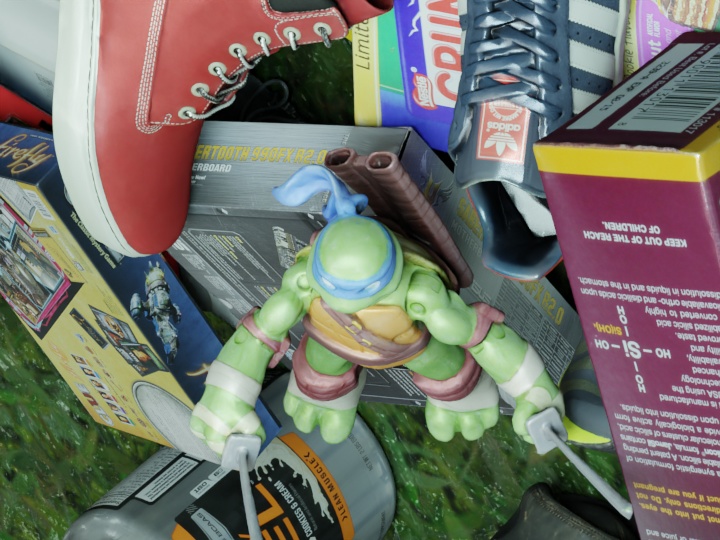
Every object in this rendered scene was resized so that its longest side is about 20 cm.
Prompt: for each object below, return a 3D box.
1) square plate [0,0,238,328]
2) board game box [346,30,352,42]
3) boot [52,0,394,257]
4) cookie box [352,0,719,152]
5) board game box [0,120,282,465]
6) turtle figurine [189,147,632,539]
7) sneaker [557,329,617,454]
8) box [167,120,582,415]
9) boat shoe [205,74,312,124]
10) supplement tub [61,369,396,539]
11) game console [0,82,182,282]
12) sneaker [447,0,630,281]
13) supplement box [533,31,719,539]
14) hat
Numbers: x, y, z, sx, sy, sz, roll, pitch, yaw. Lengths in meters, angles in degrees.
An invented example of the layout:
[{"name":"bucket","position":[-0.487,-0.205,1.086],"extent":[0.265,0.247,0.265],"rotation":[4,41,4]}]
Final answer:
[{"name":"square plate","position":[-0.128,-0.058,1.511],"extent":[0.200,0.028,0.199],"rotation":[28,152,51]},{"name":"board game box","position":[-0.014,-0.221,1.337],"extent":[0.165,0.057,0.201],"rotation":[38,140,14]},{"name":"boot","position":[-0.055,-0.086,1.249],"extent":[0.143,0.072,0.201],"rotation":[14,121,21]},{"name":"cookie box","position":[0.097,-0.121,1.241],"extent":[0.199,0.075,0.172],"rotation":[16,137,18]},{"name":"board game box","position":[-0.136,0.009,1.459],"extent":[0.135,0.035,0.200],"rotation":[14,145,49]},{"name":"turtle figurine","position":[0.008,0.063,1.236],"extent":[0.201,0.143,0.194],"rotation":[58,180,12]},{"name":"sneaker","position":[0.129,0.018,1.284],"extent":[0.073,0.200,0.081],"rotation":[10,119,5]},{"name":"box","position":[0.000,0.000,1.383],"extent":[0.158,0.049,0.200],"rotation":[3,152,36]},{"name":"boat shoe","position":[-0.062,-0.063,1.499],"extent":[0.200,0.075,0.062],"rotation":[34,158,30]},{"name":"supplement tub","position":[-0.083,0.154,1.596],"extent":[0.122,0.200,0.123],"rotation":[27,137,28]},{"name":"game console","position":[-0.170,-0.031,1.529],"extent":[0.199,0.031,0.177],"rotation":[32,156,26]},{"name":"sneaker","position":[0.067,-0.081,1.176],"extent":[0.074,0.085,0.201],"rotation":[8,133,25]},{"name":"supplement box","position":[0.155,0.017,1.161],"extent":[0.085,0.110,0.201],"rotation":[6,121,44]},{"name":"hat","position":[0.105,0.154,1.486],"extent":[0.200,0.200,0.082],"rotation":[13,89,39]}]
